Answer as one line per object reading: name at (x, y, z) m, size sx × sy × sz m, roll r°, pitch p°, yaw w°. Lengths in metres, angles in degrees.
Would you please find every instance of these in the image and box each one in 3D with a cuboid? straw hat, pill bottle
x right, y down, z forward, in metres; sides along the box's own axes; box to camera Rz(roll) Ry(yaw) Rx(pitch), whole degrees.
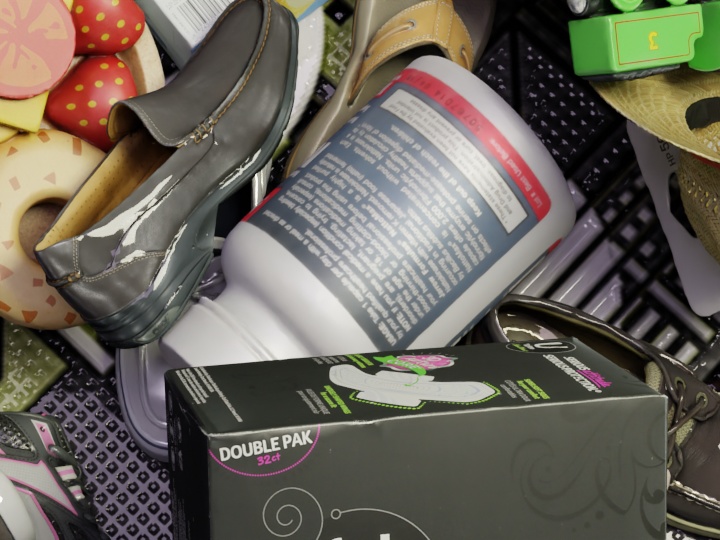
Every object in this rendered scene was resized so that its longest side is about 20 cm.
straw hat at (0.193, -0.043, 1.063) m, size 0.199 × 0.086 × 0.202 m, roll 6°, pitch 29°, yaw -3°
pill bottle at (0.000, 0.000, 1.135) m, size 0.200 × 0.120 × 0.120 m, roll -43°, pitch 78°, yaw -12°

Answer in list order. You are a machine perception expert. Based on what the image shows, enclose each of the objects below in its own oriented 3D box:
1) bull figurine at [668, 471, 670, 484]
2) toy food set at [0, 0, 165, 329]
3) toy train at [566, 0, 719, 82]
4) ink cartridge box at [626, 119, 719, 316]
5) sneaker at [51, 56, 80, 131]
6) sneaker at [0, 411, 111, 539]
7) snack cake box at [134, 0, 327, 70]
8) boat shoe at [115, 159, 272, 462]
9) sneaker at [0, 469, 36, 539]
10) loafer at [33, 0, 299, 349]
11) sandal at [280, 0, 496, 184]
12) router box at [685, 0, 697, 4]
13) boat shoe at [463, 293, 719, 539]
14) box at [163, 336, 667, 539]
bull figurine at (0.050, 0.103, 1.119) m, size 0.198 × 0.121 × 0.066 m, roll -3°, pitch 69°, yaw -20°
toy food set at (-0.189, -0.077, 1.140) m, size 0.197 × 0.049 × 0.202 m, roll 15°, pitch 87°, yaw -23°
toy train at (0.175, -0.121, 1.048) m, size 0.199 × 0.042 × 0.057 m, roll -11°, pitch 96°, yaw -33°
ink cartridge box at (0.251, -0.062, 1.180) m, size 0.198 × 0.125 × 0.129 m, roll -18°, pitch 74°, yaw -6°
sneaker at (-0.161, -0.118, 1.226) m, size 0.066 × 0.090 × 0.202 m, roll -18°, pitch 100°, yaw -22°
sneaker at (-0.167, 0.116, 1.153) m, size 0.199 × 0.080 × 0.087 m, roll 36°, pitch 66°, yaw 4°
snack cake box at (-0.046, -0.207, 1.251) m, size 0.199 × 0.067 × 0.115 m, roll -36°, pitch 76°, yaw -10°
boat shoe at (-0.089, -0.003, 1.191) m, size 0.073 × 0.065 × 0.202 m, roll 5°, pitch 74°, yaw 1°
sneaker at (-0.236, 0.145, 1.090) m, size 0.077 × 0.199 × 0.082 m, roll 58°, pitch 41°, yaw -11°
loafer at (-0.092, -0.063, 1.126) m, size 0.072 × 0.072 × 0.201 m, roll 42°, pitch 60°, yaw -34°
sandal at (0.023, -0.103, 1.214) m, size 0.080 × 0.054 × 0.201 m, roll 31°, pitch 76°, yaw -21°
router box at (0.143, -0.185, 1.167) m, size 0.156 × 0.053 × 0.199 m, roll -17°, pitch 31°, yaw -34°
boat shoe at (0.142, 0.076, 1.170) m, size 0.199 × 0.065 × 0.074 m, roll 26°, pitch 75°, yaw 7°
box at (0.022, 0.118, 0.996) m, size 0.198 × 0.124 × 0.150 m, roll -4°, pitch 101°, yaw -12°
